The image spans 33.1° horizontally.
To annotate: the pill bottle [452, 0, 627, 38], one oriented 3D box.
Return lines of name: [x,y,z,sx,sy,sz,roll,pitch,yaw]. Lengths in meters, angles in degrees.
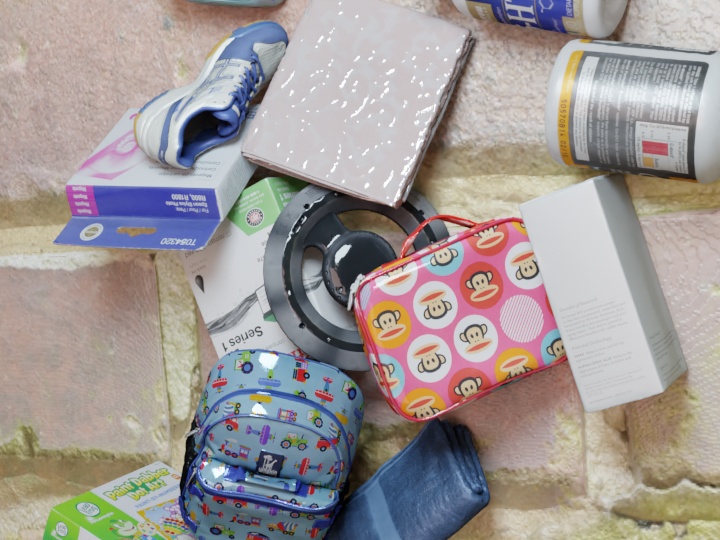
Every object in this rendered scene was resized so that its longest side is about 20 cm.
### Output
pill bottle: [0.144,-0.288,1.118,0.198,0.119,0.122,15,103,25]

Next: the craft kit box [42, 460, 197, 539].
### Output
craft kit box: [-0.207,0.294,1.323,0.196,0.199,0.049,23,106,21]

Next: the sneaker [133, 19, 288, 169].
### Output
sneaker: [-0.137,-0.175,1.256,0.200,0.076,0.088,-44,48,-13]

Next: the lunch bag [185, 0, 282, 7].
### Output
lunch bag: [-0.137,-0.381,1.273,0.158,0.077,0.203,11,101,25]

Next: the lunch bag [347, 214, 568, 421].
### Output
lunch bag: [0.092,0.035,1.165,0.198,0.082,0.178,-21,88,-4]

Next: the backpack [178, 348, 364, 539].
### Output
backpack: [-0.087,0.180,1.224,0.180,0.136,0.201,16,134,-5]

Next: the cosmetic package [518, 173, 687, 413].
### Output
cosmetic package: [0.226,0.017,1.120,0.080,0.112,0.203,-21,85,27]

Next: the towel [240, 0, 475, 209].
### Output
towel: [-0.004,-0.177,1.219,0.189,0.032,0.202,21,81,23]

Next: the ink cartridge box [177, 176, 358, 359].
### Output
ink cartridge box: [-0.096,0.020,1.297,0.145,0.084,0.202,-25,84,27]

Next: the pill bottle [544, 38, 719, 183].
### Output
pill bottle: [0.271,-0.139,1.073,0.197,0.116,0.118,11,101,26]

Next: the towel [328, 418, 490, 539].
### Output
towel: [0.042,0.249,1.251,0.200,0.048,0.112,-43,44,23]

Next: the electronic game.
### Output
electronic game: [0.000,0.000,1.223,0.197,0.042,0.203,1,85,-7]

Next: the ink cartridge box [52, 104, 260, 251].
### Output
ink cartridge box: [-0.209,-0.104,1.286,0.194,0.201,0.044,2,132,26]
